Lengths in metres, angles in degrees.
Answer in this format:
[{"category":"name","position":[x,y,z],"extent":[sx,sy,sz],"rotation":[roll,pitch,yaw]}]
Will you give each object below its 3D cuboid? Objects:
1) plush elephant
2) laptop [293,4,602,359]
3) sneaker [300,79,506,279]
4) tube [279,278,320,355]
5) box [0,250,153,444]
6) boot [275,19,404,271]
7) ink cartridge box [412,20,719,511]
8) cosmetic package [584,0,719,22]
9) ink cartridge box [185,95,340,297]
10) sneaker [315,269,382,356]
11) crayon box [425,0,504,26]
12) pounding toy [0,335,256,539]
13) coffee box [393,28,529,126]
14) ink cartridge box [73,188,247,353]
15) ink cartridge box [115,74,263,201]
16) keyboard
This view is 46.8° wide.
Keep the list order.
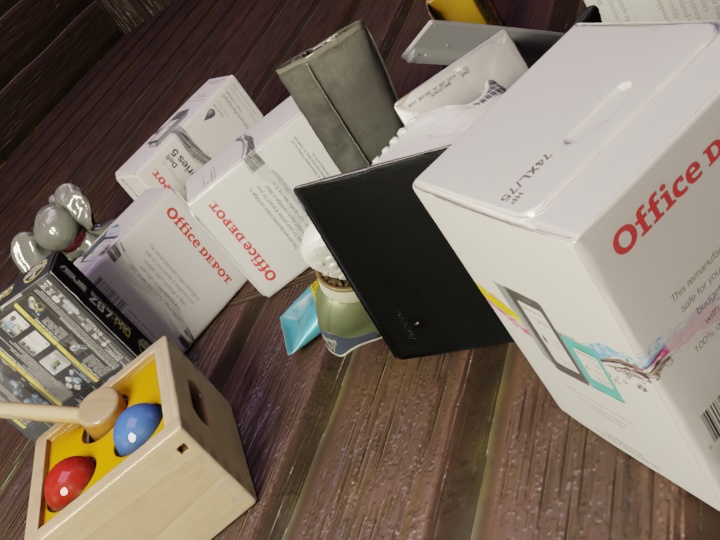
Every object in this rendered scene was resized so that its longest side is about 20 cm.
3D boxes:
[{"category":"plush elephant","position":[-0.437,-0.052,1.273],"extent":[0.164,0.155,0.201],"rotation":[-36,28,4]},{"category":"laptop","position":[0.090,-0.048,0.585],"extent":[0.115,0.188,0.201],"rotation":[21,63,43]},{"category":"sneaker","position":[0.039,-0.066,0.621],"extent":[0.198,0.077,0.081],"rotation":[-28,65,-3]},{"category":"tube","position":[0.000,0.000,0.803],"extent":[0.199,0.050,0.078],"rotation":[-41,20,8]},{"category":"box","position":[-0.297,0.100,0.842],"extent":[0.160,0.201,0.049],"rotation":[-33,30,11]},{"category":"boot","position":[-0.022,-0.115,0.821],"extent":[0.180,0.201,0.073],"rotation":[-33,28,10]},{"category":"ink cartridge box","position":[0.158,-0.010,0.455],"extent":[0.147,0.201,0.146],"rotation":[-43,28,-10]},{"category":"cosmetic package","position":[0.306,-0.313,0.756],"extent":[0.197,0.166,0.166],"rotation":[-15,35,35]},{"category":"ink cartridge box","position":[-0.072,-0.093,0.907],"extent":[0.199,0.147,0.084],"rotation":[-36,29,5]},{"category":"sneaker","position":[0.039,0.007,0.710],"extent":[0.198,0.091,0.067],"rotation":[-24,46,-35]},{"category":"crayon box","position":[0.129,-0.301,0.992],"extent":[0.050,0.127,0.202],"rotation":[-25,32,22]},{"category":"pounding toy","position":[-0.218,0.157,0.725],"extent":[0.183,0.143,0.200],"rotation":[-38,28,0]},{"category":"coffee box","position":[0.109,-0.155,0.779],"extent":[0.112,0.081,0.200],"rotation":[-31,5,16]},{"category":"ink cartridge box","position":[-0.249,0.027,0.945],"extent":[0.201,0.147,0.085],"rotation":[-51,29,-22]},{"category":"ink cartridge box","position":[-0.215,-0.147,1.156],"extent":[0.083,0.146,0.201],"rotation":[9,54,52]},{"category":"keyboard","position":[0.132,-0.232,0.861],"extent":[0.056,0.197,0.011],"rotation":[-50,57,45]}]
